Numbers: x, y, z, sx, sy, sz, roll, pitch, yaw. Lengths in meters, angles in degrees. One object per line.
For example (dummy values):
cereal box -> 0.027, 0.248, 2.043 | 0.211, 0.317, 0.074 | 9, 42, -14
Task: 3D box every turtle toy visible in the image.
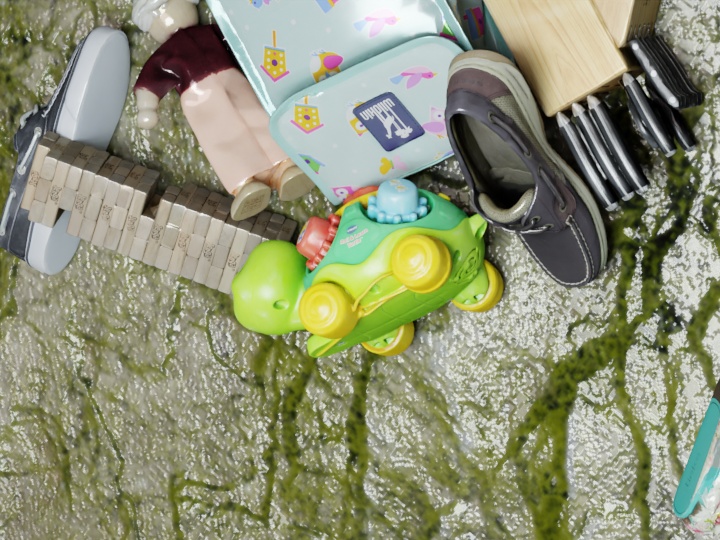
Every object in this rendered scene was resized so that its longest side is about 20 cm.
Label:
turtle toy -> 0.000, 0.000, 1.660 | 0.199, 0.146, 0.102 | -26, 72, 17

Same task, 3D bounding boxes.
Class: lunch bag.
lunch bag -> 0.007, -0.161, 1.652 | 0.170, 0.122, 0.201 | -24, 91, 24

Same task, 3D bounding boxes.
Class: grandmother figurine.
grandmother figurine -> -0.114, -0.135, 1.733 | 0.201, 0.121, 0.061 | 62, 150, 18

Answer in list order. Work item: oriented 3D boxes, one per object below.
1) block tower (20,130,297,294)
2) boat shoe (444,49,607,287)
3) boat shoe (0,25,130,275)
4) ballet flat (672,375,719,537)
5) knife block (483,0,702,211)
block tower -> -0.150, -0.038, 1.738 | 0.199, 0.054, 0.058 | 19, 111, -1
boat shoe -> 0.106, -0.057, 1.600 | 0.071, 0.065, 0.201 | -2, 133, 35
boat shoe -> -0.234, -0.099, 1.801 | 0.067, 0.072, 0.201 | 25, 113, 18
ballet flat -> 0.272, 0.091, 1.599 | 0.063, 0.076, 0.201 | 15, 109, -9
knife block -> 0.142, -0.144, 1.622 | 0.199, 0.064, 0.177 | 18, 103, 21
